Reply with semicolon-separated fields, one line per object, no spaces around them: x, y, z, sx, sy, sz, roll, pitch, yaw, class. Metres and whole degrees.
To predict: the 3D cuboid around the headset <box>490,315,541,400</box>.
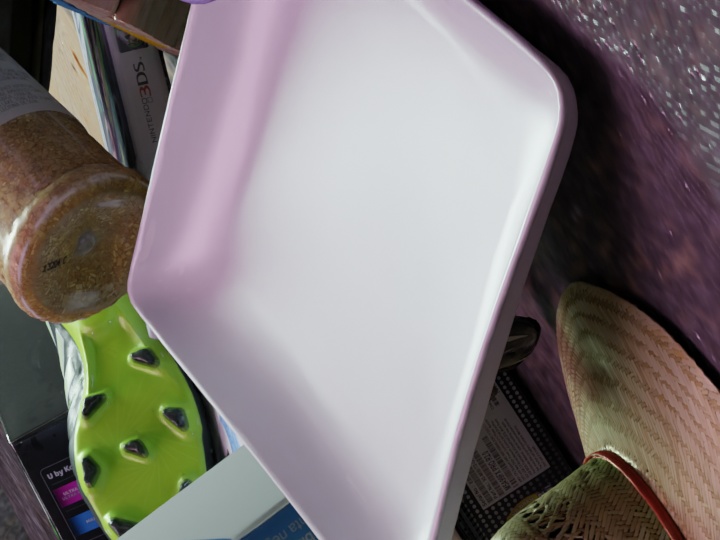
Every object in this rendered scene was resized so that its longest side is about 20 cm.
0.000;0.000;1.040;0.200;0.093;0.124;-119;16;-67;headset

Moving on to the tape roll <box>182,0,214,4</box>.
-0.060;-0.181;0.811;0.200;0.065;0.200;54;162;26;tape roll

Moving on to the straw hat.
0.084;0.111;0.909;0.201;0.085;0.201;54;166;21;straw hat

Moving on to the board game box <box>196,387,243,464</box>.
-0.043;0.098;1.277;0.199;0.043;0.201;-120;21;-51;board game box

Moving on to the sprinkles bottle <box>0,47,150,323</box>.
-0.158;-0.059;1.098;0.200;0.068;0.068;41;159;37;sprinkles bottle

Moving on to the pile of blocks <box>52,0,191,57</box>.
-0.096;-0.125;0.982;0.082;0.062;0.200;22;179;25;pile of blocks

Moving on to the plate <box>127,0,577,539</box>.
-0.002;-0.022;0.905;0.200;0.032;0.201;48;133;44;plate

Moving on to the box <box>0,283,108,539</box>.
-0.107;0.100;1.475;0.201;0.124;0.149;67;175;-33;box

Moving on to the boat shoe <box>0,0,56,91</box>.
-0.155;-0.134;1.191;0.066;0.072;0.202;2;90;43;boat shoe

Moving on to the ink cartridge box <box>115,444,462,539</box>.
0.005;0.166;1.074;0.200;0.084;0.144;58;156;-8;ink cartridge box

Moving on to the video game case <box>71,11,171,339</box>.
-0.101;-0.087;1.174;0.200;0.023;0.183;99;157;-69;video game case

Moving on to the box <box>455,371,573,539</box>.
0.077;0.142;1.099;0.200;0.044;0.160;58;167;7;box

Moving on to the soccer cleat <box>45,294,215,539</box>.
-0.105;0.045;1.277;0.201;0.067;0.081;69;-168;20;soccer cleat
